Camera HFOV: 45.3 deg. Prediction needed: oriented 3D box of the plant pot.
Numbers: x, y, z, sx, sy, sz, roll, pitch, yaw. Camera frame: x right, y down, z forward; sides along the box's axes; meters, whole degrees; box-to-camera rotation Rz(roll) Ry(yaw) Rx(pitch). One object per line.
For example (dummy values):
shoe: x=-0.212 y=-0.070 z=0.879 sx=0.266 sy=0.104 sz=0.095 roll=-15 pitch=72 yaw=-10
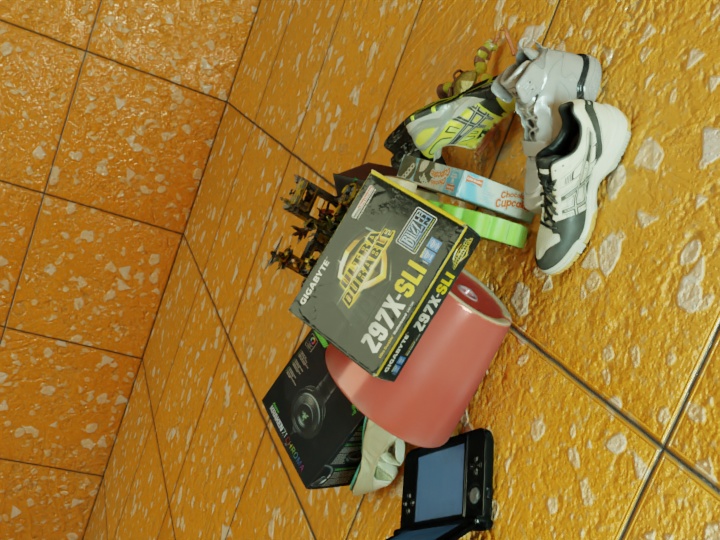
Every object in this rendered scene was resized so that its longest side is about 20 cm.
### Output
plant pot: x=0.083 y=0.089 z=1.082 sx=0.178 sy=0.199 sz=0.201 roll=-54 pitch=28 yaw=18

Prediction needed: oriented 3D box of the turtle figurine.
turtle figurine: x=0.153 y=-0.254 z=1.281 sx=0.161 sy=0.064 sz=0.202 roll=-15 pitch=62 yaw=64

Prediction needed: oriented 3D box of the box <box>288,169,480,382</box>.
box: x=0.025 y=0.005 z=1.014 sx=0.159 sy=0.049 sz=0.201 roll=34 pitch=94 yaw=35

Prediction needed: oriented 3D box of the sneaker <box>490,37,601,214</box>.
sneaker: x=0.208 y=-0.176 z=1.036 sx=0.075 sy=0.114 sz=0.202 roll=23 pitch=97 yaw=68

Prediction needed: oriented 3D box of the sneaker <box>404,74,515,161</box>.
sneaker: x=0.162 y=-0.213 z=1.186 sx=0.199 sy=0.077 sz=0.075 roll=-17 pitch=16 yaw=28

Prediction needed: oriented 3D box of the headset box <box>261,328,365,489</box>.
headset box: x=-0.035 y=0.195 z=1.297 sx=0.201 sy=0.092 sz=0.175 roll=-54 pitch=51 yaw=27

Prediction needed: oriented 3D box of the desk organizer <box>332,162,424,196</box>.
desk organizer: x=0.044 y=-0.127 z=1.432 sx=0.199 sy=0.077 sz=0.072 roll=20 pitch=128 yaw=53

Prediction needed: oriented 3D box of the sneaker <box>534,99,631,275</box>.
sneaker: x=0.226 y=-0.097 z=0.978 sx=0.076 sy=0.087 sz=0.202 roll=37 pitch=110 yaw=64

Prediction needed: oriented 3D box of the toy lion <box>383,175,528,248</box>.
toy lion: x=0.124 y=-0.064 z=1.116 sx=0.200 sy=0.190 sz=0.069 roll=5 pitch=-80 yaw=-72

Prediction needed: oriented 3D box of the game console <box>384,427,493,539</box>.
game console: x=0.063 y=0.287 z=1.063 sx=0.200 sy=0.115 sz=0.177 roll=-35 pitch=44 yaw=56

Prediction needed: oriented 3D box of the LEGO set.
LEGO set: x=-0.080 y=-0.073 z=1.398 sx=0.201 sy=0.115 sz=0.154 roll=-63 pitch=23 yaw=-3

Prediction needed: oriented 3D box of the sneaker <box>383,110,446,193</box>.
sneaker: x=0.091 y=-0.178 z=1.337 sx=0.076 sy=0.091 sz=0.201 roll=-39 pitch=23 yaw=22

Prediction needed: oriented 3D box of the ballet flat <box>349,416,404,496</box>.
ballet flat: x=0.027 y=0.266 z=1.211 sx=0.201 sy=0.069 sz=0.070 roll=99 pitch=170 yaw=-47

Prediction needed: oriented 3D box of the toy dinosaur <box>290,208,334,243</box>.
toy dinosaur: x=-0.046 y=-0.086 z=1.617 sx=0.181 sy=0.105 sz=0.201 roll=-17 pitch=44 yaw=40

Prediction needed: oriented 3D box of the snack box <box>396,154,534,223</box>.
snack box: x=0.138 y=-0.112 z=1.155 sx=0.200 sy=0.115 sz=0.037 roll=34 pitch=106 yaw=66
